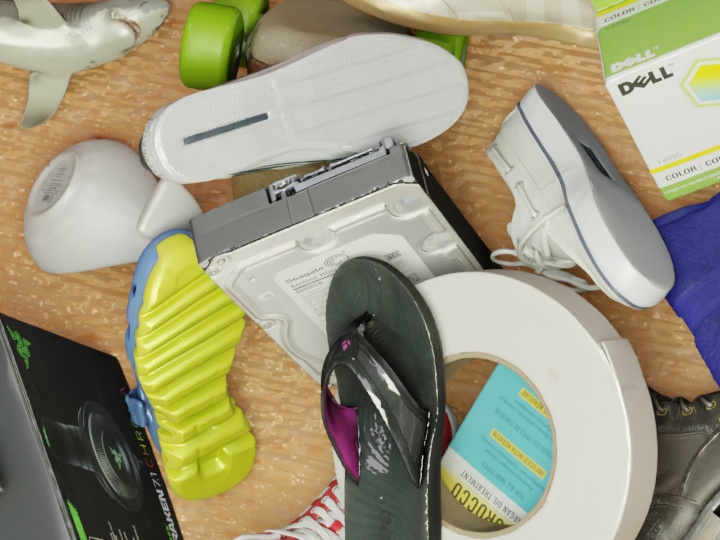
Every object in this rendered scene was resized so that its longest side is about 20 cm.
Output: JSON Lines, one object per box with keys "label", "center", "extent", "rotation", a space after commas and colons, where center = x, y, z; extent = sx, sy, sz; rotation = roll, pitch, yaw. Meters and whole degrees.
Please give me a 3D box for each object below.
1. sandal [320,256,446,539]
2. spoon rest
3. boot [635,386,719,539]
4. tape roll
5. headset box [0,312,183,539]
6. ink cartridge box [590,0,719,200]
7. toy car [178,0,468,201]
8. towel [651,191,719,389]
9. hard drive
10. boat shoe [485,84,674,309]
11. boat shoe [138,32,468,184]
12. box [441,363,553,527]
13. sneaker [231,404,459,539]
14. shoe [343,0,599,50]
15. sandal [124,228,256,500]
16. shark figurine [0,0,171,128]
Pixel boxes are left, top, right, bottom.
{"label": "sandal", "center": [0.011, 0.092, 1.330], "extent": [0.075, 0.048, 0.201], "rotation": [-6, 90, 34]}
{"label": "spoon rest", "center": [-0.158, -0.037, 1.499], "extent": [0.200, 0.061, 0.100], "rotation": [12, 71, 58]}
{"label": "boot", "center": [0.172, 0.081, 1.401], "extent": [0.174, 0.069, 0.200], "rotation": [32, 91, 21]}
{"label": "tape roll", "center": [0.075, 0.099, 1.339], "extent": [0.202, 0.037, 0.204], "rotation": [1, 93, 33]}
{"label": "headset box", "center": [-0.201, 0.131, 1.438], "extent": [0.093, 0.200, 0.175], "rotation": [-25, 72, 11]}
{"label": "ink cartridge box", "center": [0.205, -0.156, 1.362], "extent": [0.147, 0.200, 0.076], "rotation": [-21, 39, 16]}
{"label": "toy car", "center": [-0.030, -0.067, 1.478], "extent": [0.164, 0.158, 0.201], "rotation": [10, 107, 7]}
{"label": "towel", "center": [0.260, 0.011, 1.351], "extent": [0.147, 0.050, 0.200], "rotation": [-31, 39, 6]}
{"label": "hard drive", "center": [0.000, 0.000, 1.400], "extent": [0.139, 0.200, 0.038], "rotation": [-22, 59, 11]}
{"label": "boat shoe", "center": [0.119, -0.027, 1.409], "extent": [0.086, 0.074, 0.202], "rotation": [-47, 39, 19]}
{"label": "boat shoe", "center": [-0.038, -0.096, 1.352], "extent": [0.199, 0.071, 0.072], "rotation": [-11, 98, -18]}
{"label": "box", "center": [0.081, 0.145, 1.389], "extent": [0.082, 0.049, 0.200], "rotation": [39, 112, 25]}
{"label": "sneaker", "center": [-0.016, 0.158, 1.421], "extent": [0.071, 0.112, 0.200], "rotation": [36, 91, 20]}
{"label": "shoe", "center": [0.083, -0.175, 1.446], "extent": [0.199, 0.070, 0.054], "rotation": [7, 108, -13]}
{"label": "sandal", "center": [-0.118, 0.052, 1.453], "extent": [0.079, 0.201, 0.087], "rotation": [-20, 45, -23]}
{"label": "shark figurine", "center": [-0.251, -0.185, 1.571], "extent": [0.128, 0.214, 0.090], "rotation": [-54, 25, 31]}
